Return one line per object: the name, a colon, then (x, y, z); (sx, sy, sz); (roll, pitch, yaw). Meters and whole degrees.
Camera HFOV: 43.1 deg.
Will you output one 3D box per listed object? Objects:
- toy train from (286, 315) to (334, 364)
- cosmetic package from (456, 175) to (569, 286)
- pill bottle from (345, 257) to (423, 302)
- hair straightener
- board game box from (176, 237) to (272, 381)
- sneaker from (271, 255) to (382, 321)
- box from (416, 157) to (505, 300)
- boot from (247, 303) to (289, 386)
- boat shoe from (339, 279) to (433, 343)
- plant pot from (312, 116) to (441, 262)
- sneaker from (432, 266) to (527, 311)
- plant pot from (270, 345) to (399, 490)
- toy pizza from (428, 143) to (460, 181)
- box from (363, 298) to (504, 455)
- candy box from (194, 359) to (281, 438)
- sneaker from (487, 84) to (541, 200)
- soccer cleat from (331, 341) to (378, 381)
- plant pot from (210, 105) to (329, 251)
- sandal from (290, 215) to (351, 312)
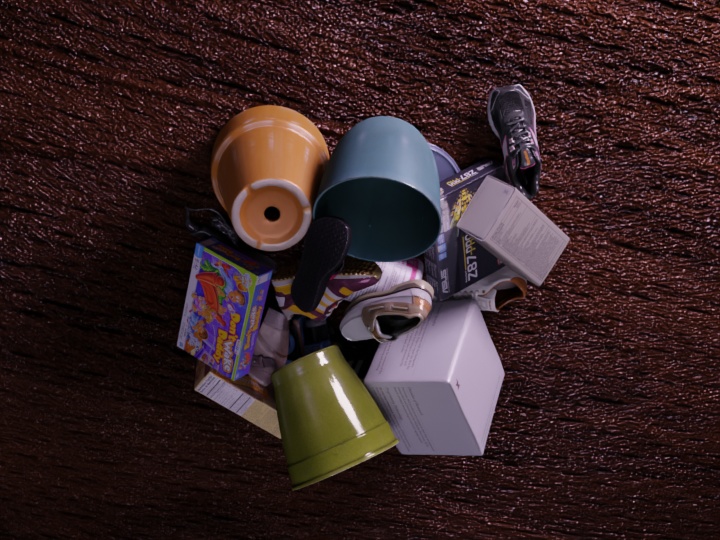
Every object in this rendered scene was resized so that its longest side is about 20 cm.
toy train: (-0.094, 0.175, 1.661); (0.112, 0.087, 0.204); (-9, 94, 6)
cosmetic package: (0.261, -0.064, 1.541); (0.199, 0.073, 0.104); (34, 91, -44)
pill bottle: (0.000, 0.000, 1.573); (0.197, 0.114, 0.115); (21, 118, -8)
hair straightener: (-0.219, -0.056, 1.574); (0.199, 0.041, 0.077); (39, 111, -20)
board game box: (-0.233, 0.065, 1.545); (0.133, 0.045, 0.203); (26, 115, 23)
sneaker: (-0.048, 0.034, 1.492); (0.197, 0.075, 0.092); (-5, 114, 28)
box: (0.178, -0.070, 1.557); (0.159, 0.049, 0.203); (-25, 127, -22)
boot: (-0.214, 0.109, 1.606); (0.198, 0.070, 0.148); (27, 107, 15)
boat shoe: (0.035, 0.080, 1.511); (0.074, 0.069, 0.199); (37, 135, -25)
plant pot: (0.032, -0.138, 1.416); (0.196, 0.163, 0.202); (5, 144, 4)
sneaker: (0.204, 0.040, 1.645); (0.196, 0.085, 0.074); (-15, 123, 8)
plant pot: (-0.060, 0.239, 1.543); (0.198, 0.200, 0.196); (-24, 83, 9)
toy pizza: (0.079, -0.131, 1.558); (0.196, 0.032, 0.203); (-3, 120, -5)
box: (0.138, 0.192, 1.633); (0.169, 0.200, 0.202); (-5, 129, 29)
candy box: (-0.211, 0.214, 1.689); (0.199, 0.116, 0.055); (34, 113, -24)
sneaker: (0.266, -0.207, 1.498); (0.079, 0.087, 0.202); (-20, 121, 5)
soccer cleat: (-0.020, 0.167, 1.714); (0.196, 0.068, 0.082); (-16, 111, 5)
plant pot: (-0.142, -0.131, 1.444); (0.196, 0.184, 0.203); (-3, 122, -4)
sandal: (-0.057, -0.015, 1.412); (0.045, 0.075, 0.201); (-23, 153, -39)
